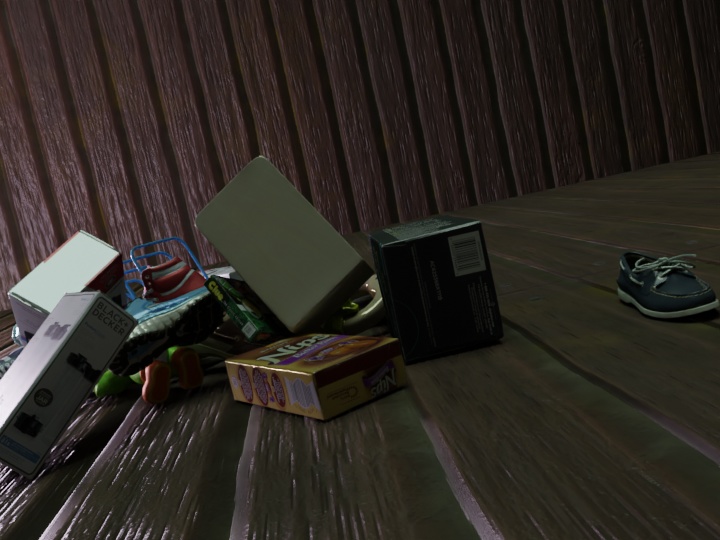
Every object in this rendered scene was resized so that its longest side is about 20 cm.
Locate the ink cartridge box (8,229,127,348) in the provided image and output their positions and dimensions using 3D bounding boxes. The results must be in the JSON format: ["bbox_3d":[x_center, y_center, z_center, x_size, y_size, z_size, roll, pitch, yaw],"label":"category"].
[{"bbox_3d":[-0.420,0.065,1.163,0.083,0.200,0.146,26,50,11],"label":"ink cartridge box"}]

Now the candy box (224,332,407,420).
[{"bbox_3d":[-0.056,0.114,0.895,0.116,0.057,0.200,-18,7,-36],"label":"candy box"}]

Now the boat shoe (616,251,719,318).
[{"bbox_3d":[0.363,0.012,0.948,0.075,0.062,0.200,-10,8,2],"label":"boat shoe"}]

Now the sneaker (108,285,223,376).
[{"bbox_3d":[-0.260,0.055,1.022,0.090,0.079,0.200,34,38,27],"label":"sneaker"}]

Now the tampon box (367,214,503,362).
[{"bbox_3d":[0.092,0.015,1.032,0.126,0.150,0.200,-13,7,-2],"label":"tampon box"}]

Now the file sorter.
[{"bbox_3d":[-0.375,0.050,1.378,0.200,0.123,0.139,-39,-8,32],"label":"file sorter"}]

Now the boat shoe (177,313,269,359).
[{"bbox_3d":[-0.177,0.085,1.127,0.199,0.072,0.072,7,18,13],"label":"boat shoe"}]

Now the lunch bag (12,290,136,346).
[{"bbox_3d":[-0.561,0.107,1.566,0.170,0.122,0.200,-9,2,17],"label":"lunch bag"}]

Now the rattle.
[{"bbox_3d":[0.000,0.000,1.182,0.200,0.143,0.130,-37,11,-12],"label":"rattle"}]

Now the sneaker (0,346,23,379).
[{"bbox_3d":[-0.587,0.175,1.260,0.199,0.070,0.108,-20,3,-3],"label":"sneaker"}]

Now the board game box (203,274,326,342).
[{"bbox_3d":[-0.122,0.058,1.073,0.023,0.105,0.200,-45,-21,12],"label":"board game box"}]

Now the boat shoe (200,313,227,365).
[{"bbox_3d":[-0.229,0.100,1.235,0.076,0.072,0.200,-7,9,39],"label":"boat shoe"}]

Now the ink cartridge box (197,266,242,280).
[{"bbox_3d":[-0.327,0.041,1.827,0.199,0.084,0.145,-9,8,28],"label":"ink cartridge box"}]

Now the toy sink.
[{"bbox_3d":[-0.098,-0.029,1.046,0.130,0.200,0.112,-45,-12,0],"label":"toy sink"}]

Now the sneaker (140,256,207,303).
[{"bbox_3d":[-0.323,0.068,1.211,0.200,0.112,0.071,-45,1,-9],"label":"sneaker"}]

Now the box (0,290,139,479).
[{"bbox_3d":[-0.343,0.120,0.873,0.116,0.060,0.200,-5,49,50],"label":"box"}]

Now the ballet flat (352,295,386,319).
[{"bbox_3d":[0.045,0.060,1.234,0.199,0.046,0.067,-16,27,17],"label":"ballet flat"}]

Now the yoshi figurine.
[{"bbox_3d":[-0.311,0.140,1.095,0.200,0.112,0.112,13,63,41],"label":"yoshi figurine"}]
